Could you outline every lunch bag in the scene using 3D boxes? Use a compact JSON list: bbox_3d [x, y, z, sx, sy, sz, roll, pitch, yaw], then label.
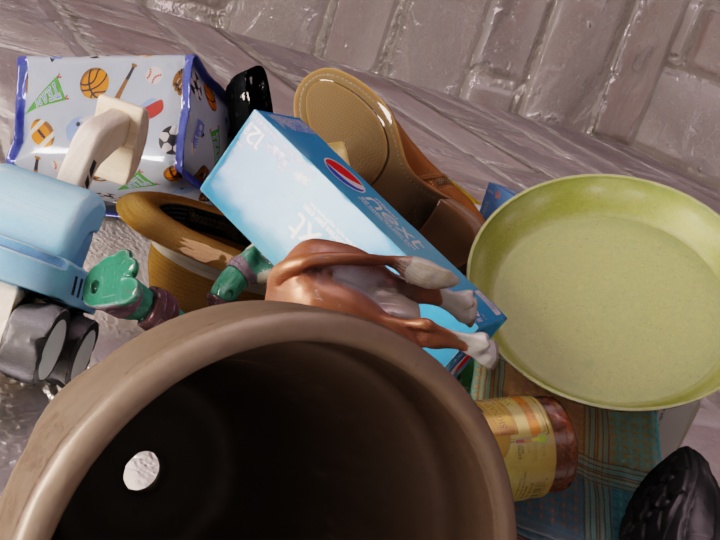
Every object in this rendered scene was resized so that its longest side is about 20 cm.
[{"bbox_3d":[-0.198,-0.109,0.943,0.168,0.126,0.200,5,-8,11],"label":"lunch bag"}]

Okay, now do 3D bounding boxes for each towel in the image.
[{"bbox_3d":[0.143,0.117,0.715,0.145,0.022,0.201,18,41,-4],"label":"towel"}]

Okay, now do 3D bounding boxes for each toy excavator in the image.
[{"bbox_3d":[-0.195,-0.034,0.662,0.099,0.202,0.195,19,-7,2],"label":"toy excavator"}]

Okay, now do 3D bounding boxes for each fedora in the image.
[{"bbox_3d":[-0.111,0.005,0.818,0.198,0.083,0.201,23,9,-4],"label":"fedora"}]

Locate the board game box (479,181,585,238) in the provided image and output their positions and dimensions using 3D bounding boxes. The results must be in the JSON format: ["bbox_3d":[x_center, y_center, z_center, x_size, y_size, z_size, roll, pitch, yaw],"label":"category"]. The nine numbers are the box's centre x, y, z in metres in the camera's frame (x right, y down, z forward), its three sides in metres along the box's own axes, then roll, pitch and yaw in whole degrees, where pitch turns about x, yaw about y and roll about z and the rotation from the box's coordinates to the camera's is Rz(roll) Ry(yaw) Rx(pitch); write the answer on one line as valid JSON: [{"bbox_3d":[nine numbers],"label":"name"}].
[{"bbox_3d":[0.211,-0.018,0.850,0.197,0.037,0.151,15,11,-13],"label":"board game box"}]

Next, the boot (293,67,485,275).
[{"bbox_3d":[0.031,-0.073,0.844,0.201,0.074,0.155,51,10,6],"label":"boot"}]

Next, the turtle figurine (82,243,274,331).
[{"bbox_3d":[-0.087,0.057,0.658,0.199,0.100,0.151,17,47,-52],"label":"turtle figurine"}]

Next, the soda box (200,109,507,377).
[{"bbox_3d":[-0.006,-0.012,0.655,0.200,0.068,0.064,45,18,16],"label":"soda box"}]

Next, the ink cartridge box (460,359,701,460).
[{"bbox_3d":[0.166,0.085,0.871,0.197,0.084,0.147,18,17,-2],"label":"ink cartridge box"}]

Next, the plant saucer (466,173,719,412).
[{"bbox_3d":[0.169,0.016,0.694,0.197,0.031,0.202,-1,49,2],"label":"plant saucer"}]

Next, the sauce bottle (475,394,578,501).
[{"bbox_3d":[0.031,0.114,0.614,0.197,0.067,0.066,-4,24,-21],"label":"sauce bottle"}]

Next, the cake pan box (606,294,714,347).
[{"bbox_3d":[0.204,0.033,0.815,0.183,0.053,0.199,27,13,29],"label":"cake pan box"}]

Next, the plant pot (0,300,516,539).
[{"bbox_3d":[-0.066,0.104,0.420,0.198,0.203,0.174,8,2,-33],"label":"plant pot"}]

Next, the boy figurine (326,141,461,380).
[{"bbox_3d":[0.000,0.000,0.753,0.064,0.202,0.124,-27,13,-1],"label":"boy figurine"}]

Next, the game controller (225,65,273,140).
[{"bbox_3d":[-0.086,-0.086,0.956,0.042,0.203,0.104,-4,14,12],"label":"game controller"}]

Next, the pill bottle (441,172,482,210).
[{"bbox_3d":[0.092,-0.029,1.101,0.111,0.113,0.200,12,18,-22],"label":"pill bottle"}]

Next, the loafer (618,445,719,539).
[{"bbox_3d":[0.192,0.181,0.601,0.070,0.068,0.201,38,31,-5],"label":"loafer"}]

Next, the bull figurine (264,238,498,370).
[{"bbox_3d":[-0.011,0.050,0.521,0.120,0.200,0.066,7,62,-8],"label":"bull figurine"}]
